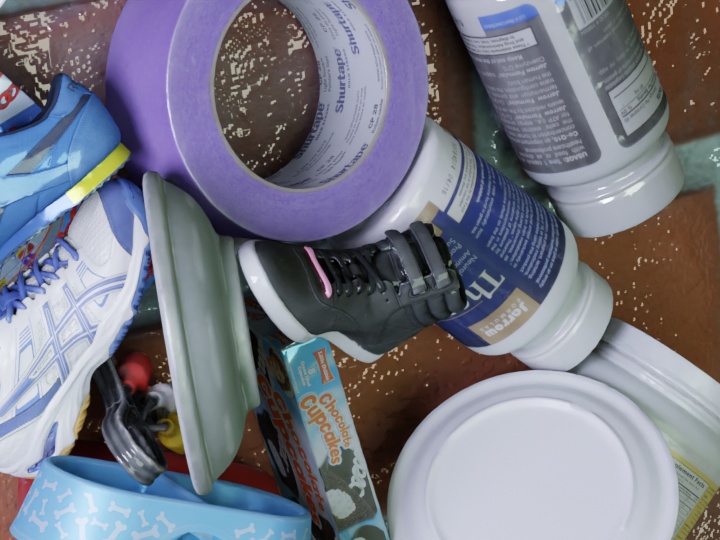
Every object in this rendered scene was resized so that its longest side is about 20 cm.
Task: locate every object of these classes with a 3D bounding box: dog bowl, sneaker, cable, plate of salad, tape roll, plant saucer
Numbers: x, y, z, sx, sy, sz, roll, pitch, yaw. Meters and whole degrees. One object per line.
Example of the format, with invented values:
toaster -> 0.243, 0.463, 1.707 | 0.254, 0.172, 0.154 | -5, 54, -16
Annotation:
dog bowl -> -0.118, 0.157, 1.515 | 0.199, 0.111, 0.050 | 13, 94, -28
sneaker -> -0.198, 0.031, 1.515 | 0.088, 0.075, 0.201 | 20, 94, -28
cable -> -0.142, 0.084, 1.557 | 0.050, 0.200, 0.097 | -35, 91, -2
plate of salad -> 0.117, 0.159, 1.652 | 0.200, 0.200, 0.048 | -37, 148, -12
tape roll -> -0.059, -0.120, 1.576 | 0.199, 0.085, 0.202 | -2, 94, -34
plant saucer -> -0.094, 0.035, 1.494 | 0.050, 0.200, 0.201 | -10, 109, -2
sneaker -> -0.235, -0.040, 1.489 | 0.200, 0.066, 0.079 | -41, 105, -11
sneaker -> 0.000, 0.000, 1.537 | 0.099, 0.071, 0.200 | -31, 157, 17

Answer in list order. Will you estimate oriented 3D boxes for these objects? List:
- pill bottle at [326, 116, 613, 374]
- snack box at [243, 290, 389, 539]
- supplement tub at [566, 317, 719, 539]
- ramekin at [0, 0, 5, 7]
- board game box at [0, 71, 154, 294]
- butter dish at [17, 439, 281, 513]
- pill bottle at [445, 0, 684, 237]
pill bottle -> 0.079, -0.011, 1.680 | 0.200, 0.111, 0.111 | 36, 87, -29
snack box -> -0.034, 0.120, 1.658 | 0.037, 0.116, 0.201 | -23, 112, -17
supplement tub -> 0.175, 0.151, 1.750 | 0.145, 0.145, 0.201 | 36, 87, -29
ramekin -> -0.300, -0.228, 1.443 | 0.199, 0.105, 0.202 | -7, 106, -25
board game box -> -0.246, -0.010, 1.555 | 0.196, 0.056, 0.200 | 41, 84, -28
butter dish -> -0.155, 0.232, 1.623 | 0.199, 0.148, 0.201 | 10, 55, -30
pill bottle -> 0.145, -0.130, 1.679 | 0.113, 0.114, 0.201 | -33, 115, -14
